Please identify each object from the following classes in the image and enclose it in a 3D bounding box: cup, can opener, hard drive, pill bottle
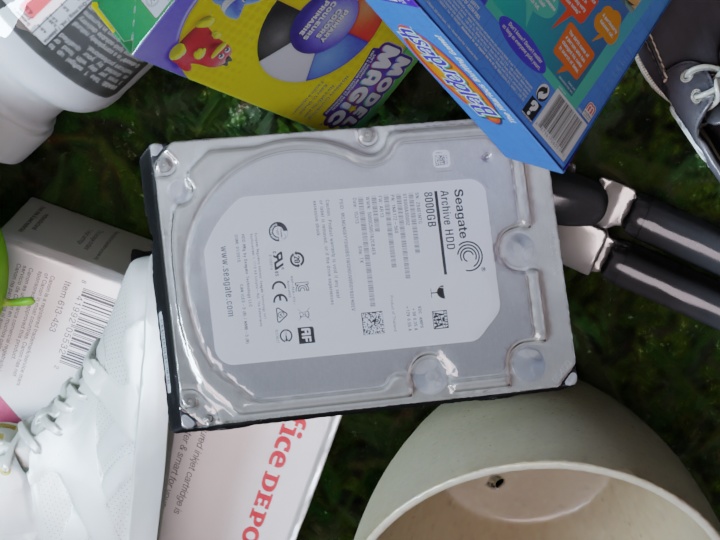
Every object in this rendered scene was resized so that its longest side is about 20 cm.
[{"bbox_3d":[0.089,0.133,1.146,0.200,0.143,0.200,0,124,0],"label":"cup"},{"bbox_3d":[0.147,-0.008,1.150,0.200,0.067,0.053,24,108,4],"label":"can opener"},{"bbox_3d":[0.000,0.000,1.071,0.200,0.038,0.140,-4,83,-16],"label":"hard drive"},{"bbox_3d":[-0.135,-0.152,1.106,0.200,0.116,0.116,-41,99,14],"label":"pill bottle"}]

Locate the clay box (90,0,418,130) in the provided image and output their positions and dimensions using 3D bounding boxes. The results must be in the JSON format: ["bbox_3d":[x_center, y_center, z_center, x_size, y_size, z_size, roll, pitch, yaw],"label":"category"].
[{"bbox_3d":[-0.023,-0.133,1.072,0.115,0.200,0.048,-50,55,17],"label":"clay box"}]

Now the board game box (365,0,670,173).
[{"bbox_3d":[0.096,-0.171,1.037,0.200,0.045,0.152,-56,132,-13],"label":"board game box"}]

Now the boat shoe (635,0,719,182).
[{"bbox_3d":[0.192,-0.087,1.108,0.073,0.063,0.200,-27,88,2],"label":"boat shoe"}]

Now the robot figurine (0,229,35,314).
[{"bbox_3d":[-0.260,-0.015,1.082,0.200,0.116,0.175,35,122,-10],"label":"robot figurine"}]

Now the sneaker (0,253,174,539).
[{"bbox_3d":[-0.151,0.080,1.111,0.116,0.074,0.200,10,107,-1],"label":"sneaker"}]

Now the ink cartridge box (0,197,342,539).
[{"bbox_3d":[-0.113,0.067,1.186,0.200,0.084,0.145,20,107,0],"label":"ink cartridge box"}]
